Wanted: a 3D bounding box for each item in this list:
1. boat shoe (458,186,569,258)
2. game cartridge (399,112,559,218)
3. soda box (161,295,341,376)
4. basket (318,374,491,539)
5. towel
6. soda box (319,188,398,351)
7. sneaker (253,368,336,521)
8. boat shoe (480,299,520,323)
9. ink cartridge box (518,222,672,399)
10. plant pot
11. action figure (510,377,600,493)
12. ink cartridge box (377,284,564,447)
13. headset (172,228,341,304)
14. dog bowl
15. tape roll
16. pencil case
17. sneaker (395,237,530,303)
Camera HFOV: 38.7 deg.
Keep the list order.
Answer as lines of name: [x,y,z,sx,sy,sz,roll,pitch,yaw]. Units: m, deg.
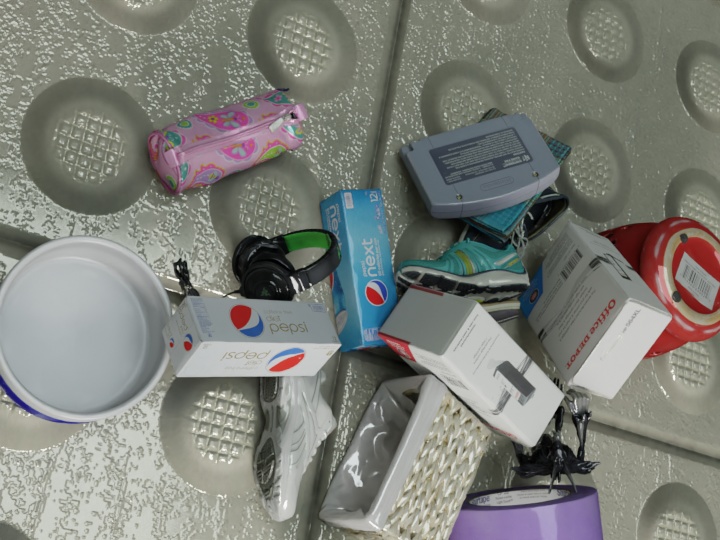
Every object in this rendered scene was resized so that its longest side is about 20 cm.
boat shoe: [0.220,-0.061,1.466,0.198,0.061,0.076,-28,120,-32]
game cartridge: [0.168,-0.143,1.420,0.197,0.042,0.135,-16,62,-13]
soda box: [-0.122,0.077,1.174,0.198,0.068,0.064,5,48,-41]
basket: [0.060,0.249,1.277,0.123,0.135,0.202,36,65,-20]
towel: [0.194,-0.142,1.456,0.145,0.022,0.200,30,61,19]
soda box: [0.000,0.000,1.335,0.063,0.068,0.204,-3,81,-29]
sneaker: [-0.072,0.203,1.249,0.098,0.078,0.204,12,75,-30]
boat shoe: [0.135,0.078,1.396,0.197,0.072,0.066,-10,95,-32]
ink cartridge box: [0.313,0.053,1.397,0.083,0.201,0.147,19,115,-25]
plant pot: [0.434,0.022,1.508,0.197,0.182,0.204,8,74,-28]
action figure: [0.244,0.209,1.350,0.117,0.200,0.104,-8,109,1]
ink cartridge box: [0.139,0.118,1.279,0.200,0.144,0.084,45,74,-29]
headset: [-0.122,-0.008,1.240,0.197,0.124,0.095,-23,117,-8]
dog bowl: [-0.313,0.068,1.141,0.197,0.079,0.204,7,75,-27]
tape roll: [0.206,0.329,1.300,0.197,0.199,0.087,-3,83,-29]
pencil case: [-0.163,-0.162,1.272,0.198,0.087,0.089,-24,91,-30]
sneaker: [0.130,0.000,1.354,0.197,0.078,0.081,0,63,-28]
